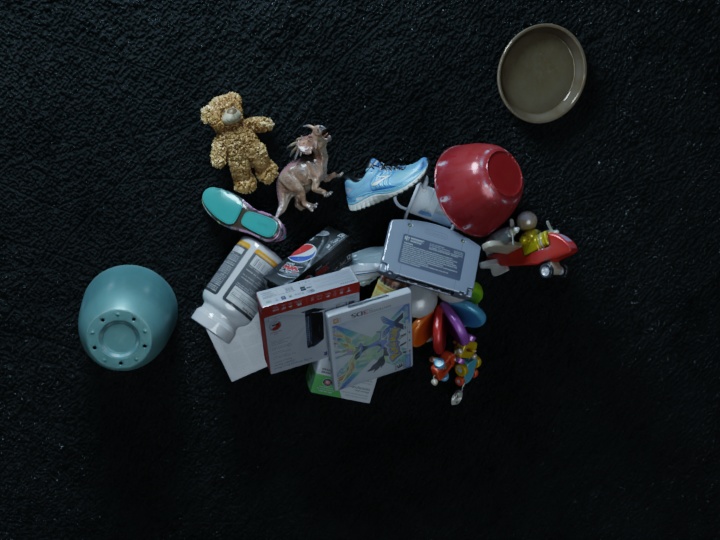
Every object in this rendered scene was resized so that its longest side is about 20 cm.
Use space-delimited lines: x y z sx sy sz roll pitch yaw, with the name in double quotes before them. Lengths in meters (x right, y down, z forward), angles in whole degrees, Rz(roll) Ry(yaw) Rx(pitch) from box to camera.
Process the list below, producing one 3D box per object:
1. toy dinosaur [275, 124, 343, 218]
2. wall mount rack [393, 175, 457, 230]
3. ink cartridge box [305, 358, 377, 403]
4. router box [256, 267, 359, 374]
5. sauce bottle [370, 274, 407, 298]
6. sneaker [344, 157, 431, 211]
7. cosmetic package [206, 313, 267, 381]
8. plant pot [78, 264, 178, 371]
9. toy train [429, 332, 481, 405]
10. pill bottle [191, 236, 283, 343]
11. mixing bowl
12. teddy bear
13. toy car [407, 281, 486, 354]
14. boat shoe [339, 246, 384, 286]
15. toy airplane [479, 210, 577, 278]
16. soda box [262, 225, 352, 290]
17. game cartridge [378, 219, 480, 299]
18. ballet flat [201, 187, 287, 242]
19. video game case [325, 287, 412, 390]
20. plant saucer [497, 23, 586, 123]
"toy dinosaur" -0.121 -0.199 1.462 0.200 0.086 0.136 -40 109 9
"wall mount rack" 0.157 -0.105 1.544 0.198 0.075 0.176 18 105 -14
"ink cartridge box" -0.025 0.175 1.593 0.144 0.084 0.202 13 104 -15
"router box" -0.099 0.101 1.428 0.198 0.049 0.181 -15 131 -17
"sauce bottle" 0.037 0.104 1.505 0.065 0.066 0.202 17 103 -15
"sneaker" 0.050 -0.193 1.475 0.198 0.078 0.091 -20 97 21
"cosmetic package" -0.221 0.131 1.562 0.198 0.052 0.152 -23 111 -2
"plant pot" -0.476 0.108 1.451 0.198 0.161 0.203 -3 107 -9
"toy train" 0.206 0.215 1.620 0.151 0.055 0.201 -50 145 -15
"pill bottle" -0.249 0.040 1.466 0.116 0.116 0.201 38 78 -19
"mixing bowl" 0.260 -0.179 1.469 0.198 0.108 0.203 9 72 -30
"teddy bear" -0.237 -0.251 1.431 0.143 0.067 0.203 -9 109 -10
"toy car" 0.182 0.101 1.546 0.198 0.151 0.176 -22 145 0
"boat shoe" 0.000 0.000 1.560 0.197 0.074 0.067 -9 124 2
"toy airplane" 0.349 -0.057 1.550 0.196 0.200 0.143 0 91 1
"soda box" -0.105 -0.006 1.474 0.200 0.063 0.071 -41 140 -33
"game cartridge" 0.144 -0.029 1.472 0.198 0.042 0.135 17 64 -4
"ballet flat" -0.235 -0.105 1.464 0.198 0.071 0.070 25 81 18
"video game case" 0.022 0.142 1.466 0.180 0.022 0.202 -16 127 -16
"plant saucer" 0.379 -0.413 1.512 0.197 0.030 0.203 -3 108 -9
